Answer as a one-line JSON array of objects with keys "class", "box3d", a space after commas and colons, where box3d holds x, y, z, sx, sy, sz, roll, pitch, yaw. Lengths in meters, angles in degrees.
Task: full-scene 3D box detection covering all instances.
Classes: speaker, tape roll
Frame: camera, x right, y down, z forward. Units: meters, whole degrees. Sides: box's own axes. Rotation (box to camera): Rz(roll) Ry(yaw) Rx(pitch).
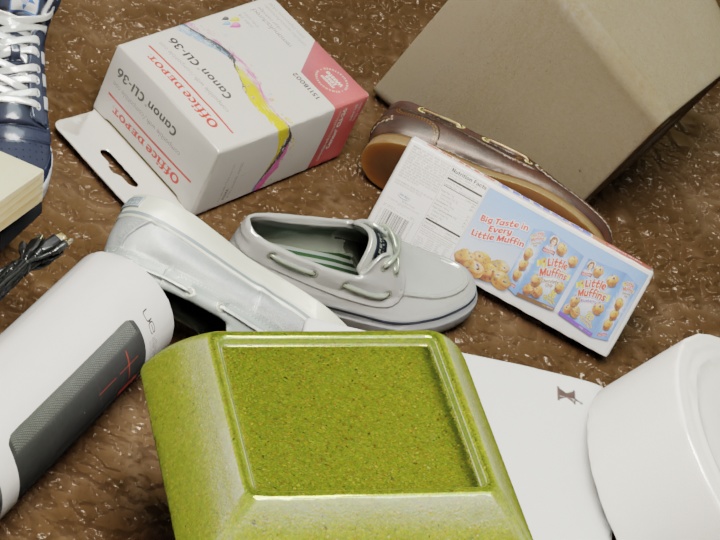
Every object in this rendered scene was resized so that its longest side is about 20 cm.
[{"class": "speaker", "box3d": [-0.195, 0.070, 1.368, 0.081, 0.081, 0.200, 34, 40, 7]}, {"class": "tape roll", "box3d": [0.225, 0.142, 1.372, 0.202, 0.071, 0.203, 41, 30, -30]}]

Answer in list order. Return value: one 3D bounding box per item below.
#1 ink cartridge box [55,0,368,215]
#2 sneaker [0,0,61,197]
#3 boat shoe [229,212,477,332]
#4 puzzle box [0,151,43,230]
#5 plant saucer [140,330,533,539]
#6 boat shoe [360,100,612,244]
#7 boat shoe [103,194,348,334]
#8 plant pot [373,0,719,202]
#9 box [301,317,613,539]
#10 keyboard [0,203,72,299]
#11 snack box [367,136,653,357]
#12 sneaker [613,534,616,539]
[{"class": "ink cartridge box", "box3d": [-0.105, -0.115, 1.614, 0.116, 0.068, 0.200, 45, 43, 19]}, {"class": "sneaker", "box3d": [-0.236, -0.144, 1.539, 0.070, 0.109, 0.201, 8, 45, -22]}, {"class": "boat shoe", "box3d": [0.000, 0.000, 1.557, 0.199, 0.067, 0.074, 2, 48, -28]}, {"class": "puzzle box", "box3d": [-0.304, -0.032, 1.372, 0.133, 0.026, 0.200, 24, 38, 21]}, {"class": "plant saucer", "box3d": [-0.010, 0.094, 1.251, 0.198, 0.048, 0.200, 0, 36, -15]}, {"class": "boat shoe", "box3d": [0.100, -0.066, 1.678, 0.199, 0.071, 0.070, 29, 42, 0]}, {"class": "boat shoe", "box3d": [-0.085, 0.033, 1.476, 0.200, 0.070, 0.072, 36, 67, -15]}, {"class": "plant pot", "box3d": [0.168, -0.165, 1.739, 0.177, 0.200, 0.200, 47, 43, 4]}, {"class": "box", "box3d": [0.039, 0.158, 1.358, 0.199, 0.131, 0.200, 13, 42, -9]}, {"class": "keyboard", "box3d": [-0.257, 0.007, 1.394, 0.126, 0.021, 0.200, 5, 34, 28]}, {"class": "snack box", "box3d": [0.108, -0.017, 1.631, 0.199, 0.072, 0.024, 29, 10, 0]}, {"class": "sneaker", "box3d": [0.211, 0.173, 1.467, 0.098, 0.071, 0.201, -14, 59, -43]}]
